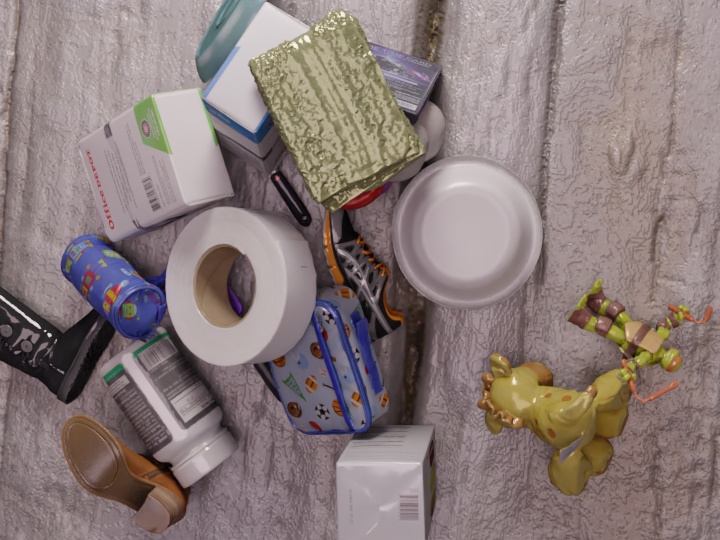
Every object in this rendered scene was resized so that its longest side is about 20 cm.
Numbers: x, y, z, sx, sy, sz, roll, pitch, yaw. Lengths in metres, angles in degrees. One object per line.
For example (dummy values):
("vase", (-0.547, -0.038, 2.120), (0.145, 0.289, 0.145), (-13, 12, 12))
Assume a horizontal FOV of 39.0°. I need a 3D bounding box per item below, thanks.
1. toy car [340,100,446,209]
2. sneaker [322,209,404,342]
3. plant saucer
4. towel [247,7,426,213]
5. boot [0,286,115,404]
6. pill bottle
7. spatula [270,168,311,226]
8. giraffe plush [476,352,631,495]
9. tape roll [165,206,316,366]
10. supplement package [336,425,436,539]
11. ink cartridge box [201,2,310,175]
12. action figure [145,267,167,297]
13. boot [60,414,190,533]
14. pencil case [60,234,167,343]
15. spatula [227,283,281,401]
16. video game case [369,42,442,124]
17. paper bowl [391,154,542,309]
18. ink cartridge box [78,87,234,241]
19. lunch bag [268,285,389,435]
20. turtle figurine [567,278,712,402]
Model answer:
("toy car", (0.004, -0.156, 1.301), (0.173, 0.200, 0.152), (22, 117, 11))
("sneaker", (0.000, 0.000, 1.370), (0.076, 0.078, 0.202), (-16, 102, 9))
("plant saucer", (-0.158, -0.333, 1.303), (0.027, 0.200, 0.201), (32, 99, -20))
("towel", (-0.029, -0.183, 1.173), (0.147, 0.036, 0.202), (-30, 95, -3))
("boot", (-0.459, 0.069, 1.447), (0.199, 0.066, 0.166), (33, 96, 9))
("pill bottle", (-0.261, 0.190, 1.399), (0.113, 0.113, 0.201), (-35, 89, 9))
("spatula", (-0.126, -0.146, 1.400), (0.056, 0.021, 0.201), (-32, 90, 6))
("giraffe plush", (0.237, 0.183, 1.320), (0.161, 0.199, 0.175), (25, 102, 34))
("tape roll", (-0.154, 0.020, 1.304), (0.200, 0.071, 0.205), (0, 89, 32))
("supplement package", (0.038, 0.276, 1.319), (0.108, 0.200, 0.115), (-1, 95, 9))
("ink cartridge box", (-0.118, -0.224, 1.288), (0.083, 0.200, 0.146), (31, 82, 4))
("action figure", (-0.241, -0.003, 1.407), (0.200, 0.065, 0.052), (-46, 46, 9))
("boot", (-0.312, 0.266, 1.391), (0.199, 0.155, 0.077), (39, 93, 0))
("pencil case", (-0.330, 0.020, 1.368), (0.199, 0.086, 0.079), (34, 110, 45))
("spatula", (-0.158, 0.101, 1.405), (0.056, 0.021, 0.201), (-35, 101, 0))
("video game case", (0.021, -0.245, 1.285), (0.141, 0.200, 0.019), (19, 119, 4))
("paper bowl", (0.139, -0.049, 1.330), (0.198, 0.104, 0.204), (0, 93, 7))
("ink cartridge box", (-0.273, -0.136, 1.342), (0.199, 0.084, 0.147), (-17, 92, 46))
("lunch bag", (-0.048, 0.117, 1.347), (0.159, 0.075, 0.202), (-7, 106, 40))
("turtle figurine", (0.358, 0.080, 1.313), (0.161, 0.065, 0.200), (36, 56, 19))
